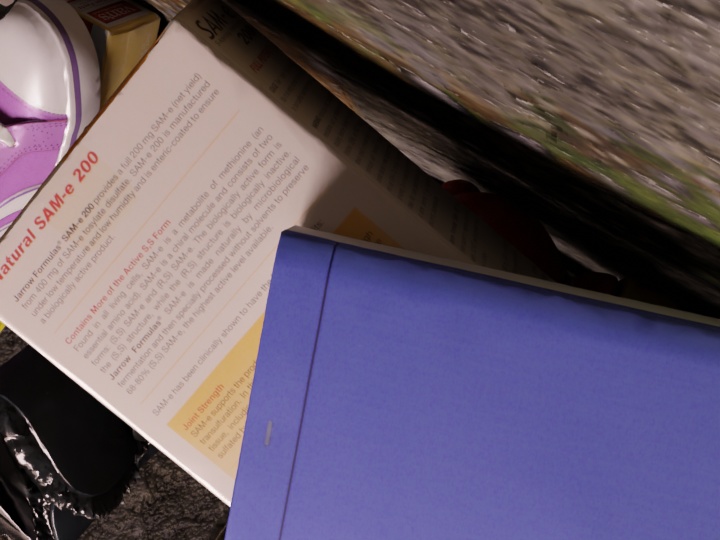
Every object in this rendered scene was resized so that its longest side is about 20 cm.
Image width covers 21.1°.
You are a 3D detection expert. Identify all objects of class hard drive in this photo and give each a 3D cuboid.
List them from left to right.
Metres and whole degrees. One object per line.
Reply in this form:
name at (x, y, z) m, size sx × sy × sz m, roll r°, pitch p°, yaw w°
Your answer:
hard drive at (0.060, 0.071, 0.622) m, size 0.199 × 0.132 × 0.025 m, roll 13°, pitch -170°, yaw 11°

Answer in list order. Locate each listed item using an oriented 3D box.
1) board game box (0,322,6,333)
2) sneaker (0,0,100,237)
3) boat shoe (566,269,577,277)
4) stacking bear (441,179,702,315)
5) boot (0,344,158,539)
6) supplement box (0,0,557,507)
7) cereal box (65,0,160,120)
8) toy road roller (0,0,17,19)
board game box at (-0.232, -0.040, 1.186) m, size 0.057 × 0.200 × 0.165 m, roll 29°, pitch -162°, yaw -32°
sneaker at (-0.192, -0.032, 0.839) m, size 0.073 × 0.201 × 0.114 m, roll 45°, pitch -148°, yaw 14°
boat shoe at (0.088, 0.034, 0.957) m, size 0.074 × 0.062 × 0.200 m, roll 28°, pitch 178°, yaw 16°
stacking bear at (0.091, 0.050, 0.772) m, size 0.200 × 0.122 × 0.114 m, roll 41°, pitch 146°, yaw -3°
boot at (-0.103, 0.021, 0.867) m, size 0.076 × 0.168 × 0.201 m, roll 28°, pitch 136°, yaw 24°
supplement box at (-0.021, 0.014, 0.688) m, size 0.200 × 0.126 × 0.074 m, roll 40°, pitch -164°, yaw -6°
cereal box at (-0.189, -0.093, 0.915) m, size 0.200 × 0.144 × 0.039 m, roll 30°, pitch -146°, yaw 23°
toy road roller at (-0.183, -0.097, 0.606) m, size 0.123 × 0.146 × 0.200 m, roll 32°, pitch 177°, yaw -21°
